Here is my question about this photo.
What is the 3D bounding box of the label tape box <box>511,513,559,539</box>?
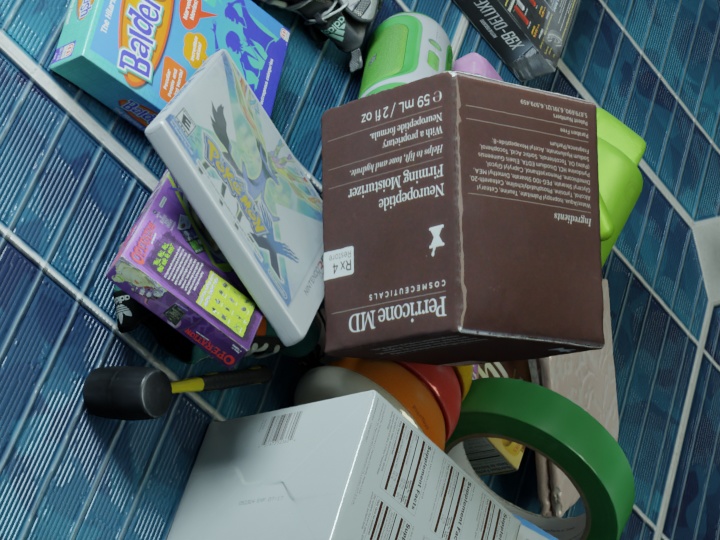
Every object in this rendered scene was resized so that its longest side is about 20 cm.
[{"bbox_3d":[0.079,0.304,1.531,0.063,0.200,0.145,30,57,-20],"label":"label tape box"}]

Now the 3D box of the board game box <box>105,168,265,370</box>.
[{"bbox_3d":[-0.120,-0.014,1.412,0.120,0.032,0.200,41,27,-12],"label":"board game box"}]

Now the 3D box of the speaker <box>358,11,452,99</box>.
[{"bbox_3d":[0.040,-0.165,1.634,0.089,0.088,0.201,56,19,-22],"label":"speaker"}]

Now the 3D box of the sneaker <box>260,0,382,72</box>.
[{"bbox_3d":[-0.038,-0.240,1.621,0.200,0.077,0.141,-33,104,-47],"label":"sneaker"}]

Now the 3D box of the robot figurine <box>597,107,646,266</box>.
[{"bbox_3d":[0.201,-0.059,1.774,0.115,0.175,0.201,34,76,-18],"label":"robot figurine"}]

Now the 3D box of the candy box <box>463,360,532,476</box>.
[{"bbox_3d":[0.090,0.086,1.696,0.200,0.056,0.117,48,47,-31],"label":"candy box"}]

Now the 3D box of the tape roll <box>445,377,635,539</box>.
[{"bbox_3d":[0.145,0.187,1.620,0.201,0.199,0.048,56,45,-22],"label":"tape roll"}]

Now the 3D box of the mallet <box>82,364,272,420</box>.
[{"bbox_3d":[-0.144,0.091,1.448,0.200,0.065,0.042,-4,92,-64],"label":"mallet"}]

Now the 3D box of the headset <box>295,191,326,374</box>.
[{"bbox_3d":[0.000,0.000,1.582,0.201,0.123,0.094,-61,148,-22],"label":"headset"}]

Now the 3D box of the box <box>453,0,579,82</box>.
[{"bbox_3d":[0.169,-0.326,1.903,0.158,0.049,0.201,45,50,-32],"label":"box"}]

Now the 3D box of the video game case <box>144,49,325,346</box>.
[{"bbox_3d":[-0.084,-0.062,1.434,0.201,0.022,0.183,57,23,-15],"label":"video game case"}]

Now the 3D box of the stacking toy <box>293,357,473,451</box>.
[{"bbox_3d":[0.051,0.093,1.559,0.200,0.145,0.147,-44,113,-35],"label":"stacking toy"}]

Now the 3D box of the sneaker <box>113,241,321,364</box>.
[{"bbox_3d":[-0.118,0.046,1.463,0.199,0.071,0.081,23,63,-34],"label":"sneaker"}]

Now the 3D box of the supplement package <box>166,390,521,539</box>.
[{"bbox_3d":[-0.014,0.220,1.435,0.200,0.190,0.148,44,51,-33],"label":"supplement package"}]

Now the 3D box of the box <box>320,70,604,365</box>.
[{"bbox_3d":[0.080,-0.035,1.435,0.163,0.165,0.202,8,77,-40],"label":"box"}]

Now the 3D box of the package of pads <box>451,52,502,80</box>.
[{"bbox_3d":[0.107,-0.095,1.699,0.121,0.075,0.201,47,37,-32],"label":"package of pads"}]

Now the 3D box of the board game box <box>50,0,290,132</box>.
[{"bbox_3d":[-0.152,-0.184,1.500,0.199,0.045,0.153,34,56,-38],"label":"board game box"}]

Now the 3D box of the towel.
[{"bbox_3d":[0.210,0.124,1.782,0.200,0.032,0.193,-31,118,-61],"label":"towel"}]
